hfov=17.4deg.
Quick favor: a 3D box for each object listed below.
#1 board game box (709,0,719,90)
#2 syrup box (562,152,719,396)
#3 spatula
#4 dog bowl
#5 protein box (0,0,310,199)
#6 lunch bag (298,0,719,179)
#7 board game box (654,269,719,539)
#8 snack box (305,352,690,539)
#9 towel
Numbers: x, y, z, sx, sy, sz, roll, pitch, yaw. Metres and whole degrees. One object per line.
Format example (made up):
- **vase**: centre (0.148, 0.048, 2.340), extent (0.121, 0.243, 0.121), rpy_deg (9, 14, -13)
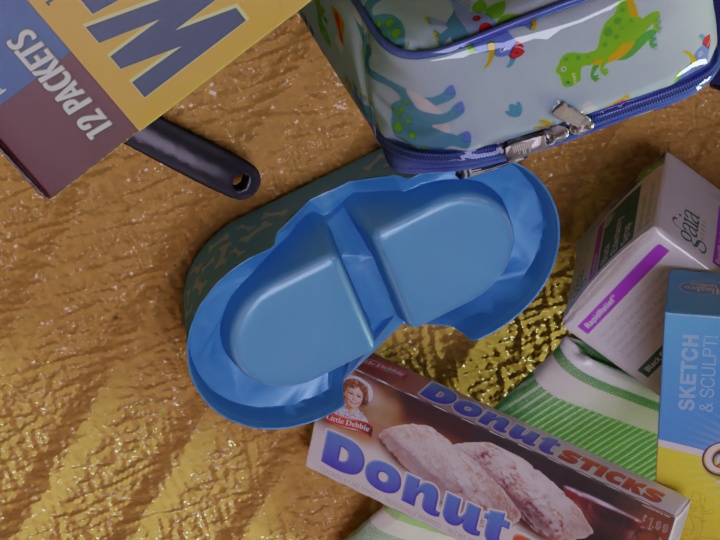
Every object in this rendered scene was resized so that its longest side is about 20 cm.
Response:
- **board game box**: centre (0.281, -0.143, 1.111), extent (0.199, 0.159, 0.097), rpy_deg (-12, 104, -14)
- **syrup box**: centre (0.206, 0.037, 1.211), extent (0.200, 0.079, 0.081), rpy_deg (36, 122, -11)
- **spatula**: centre (-0.125, -0.077, 1.087), extent (0.200, 0.021, 0.057), rpy_deg (25, 97, -36)
- **dog bowl**: centre (0.000, 0.000, 1.175), extent (0.199, 0.050, 0.112), rpy_deg (-27, 128, -5)
- **protein box**: centre (-0.104, -0.174, 0.914), extent (0.198, 0.200, 0.135), rpy_deg (-37, 126, 4)
- **lunch bag**: centre (0.058, -0.129, 1.015), extent (0.160, 0.200, 0.083), rpy_deg (-20, 128, -10)
- **board game box**: centre (0.223, 0.099, 1.173), extent (0.152, 0.040, 0.201), rpy_deg (4, 123, 10)
- **snack box**: centre (0.068, 0.109, 1.204), extent (0.024, 0.199, 0.072), rpy_deg (-38, 147, -53)
- **towel**: centre (0.105, 0.115, 1.276), extent (0.152, 0.023, 0.200), rpy_deg (19, 133, -31)
